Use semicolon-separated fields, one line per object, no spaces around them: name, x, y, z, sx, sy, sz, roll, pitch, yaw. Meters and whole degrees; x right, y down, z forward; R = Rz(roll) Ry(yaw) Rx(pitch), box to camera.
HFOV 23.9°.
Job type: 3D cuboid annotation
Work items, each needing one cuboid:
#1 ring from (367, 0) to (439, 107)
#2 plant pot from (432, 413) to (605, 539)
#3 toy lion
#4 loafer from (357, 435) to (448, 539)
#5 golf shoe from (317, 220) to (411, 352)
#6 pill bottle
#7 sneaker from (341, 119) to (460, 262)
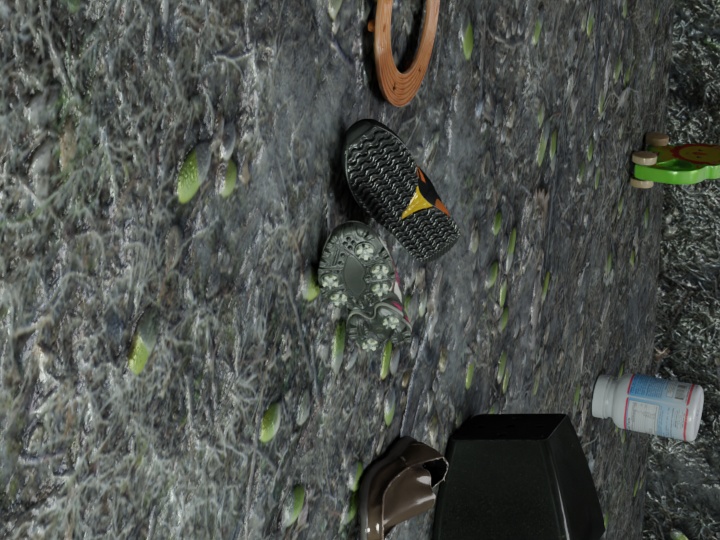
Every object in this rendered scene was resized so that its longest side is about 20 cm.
ring;0.045;-0.271;1.768;0.200;0.019;0.202;10;90;-72
plant pot;0.207;0.294;2.289;0.200;0.198;0.179;-30;115;-67
toy lion;0.632;-0.208;3.290;0.200;0.190;0.069;-44;140;-60
loafer;0.051;0.249;1.957;0.200;0.071;0.073;-49;144;-58
golf shoe;0.000;0.000;1.713;0.200;0.077;0.089;72;11;-55
pill bottle;0.549;0.257;3.256;0.109;0.199;0.110;10;90;-71
sneaker;0.027;-0.093;1.724;0.200;0.070;0.090;50;6;-44
